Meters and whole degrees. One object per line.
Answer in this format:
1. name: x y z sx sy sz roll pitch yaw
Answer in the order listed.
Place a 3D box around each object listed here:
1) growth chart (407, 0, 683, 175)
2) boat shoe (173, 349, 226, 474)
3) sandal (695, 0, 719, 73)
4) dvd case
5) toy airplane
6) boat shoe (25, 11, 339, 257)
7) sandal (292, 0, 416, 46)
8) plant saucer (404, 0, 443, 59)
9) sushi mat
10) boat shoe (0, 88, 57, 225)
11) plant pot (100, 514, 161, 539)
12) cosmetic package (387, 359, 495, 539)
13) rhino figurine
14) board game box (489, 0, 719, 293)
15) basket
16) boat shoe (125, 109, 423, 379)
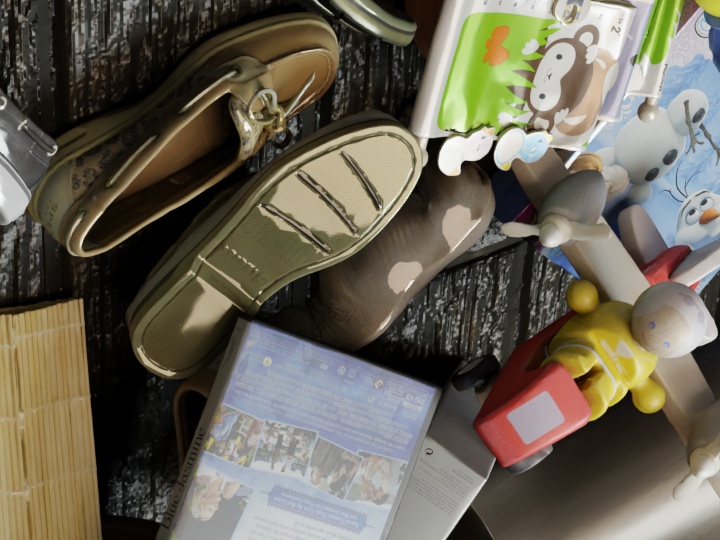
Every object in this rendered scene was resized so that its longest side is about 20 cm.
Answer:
1. growth chart: 0.111 -0.126 1.729 0.200 0.018 0.145 -10 119 -36
2. boat shoe: -0.073 0.146 1.745 0.069 0.074 0.200 -25 107 -53
3. sandal: 0.251 -0.165 1.793 0.200 0.079 0.087 -38 122 -51
4. dvd case: -0.044 0.138 1.708 0.143 0.018 0.200 21 89 -34
5. toy airplane: 0.165 0.033 1.791 0.200 0.141 0.200 15 71 -27
6. boat shoe: -0.088 -0.071 1.648 0.200 0.063 0.073 -33 139 -13
7. sandal: -0.025 -0.178 1.603 0.057 0.080 0.201 -57 140 -6
8. plant saucer: 0.117 -0.185 1.743 0.200 0.037 0.200 -23 136 -23
9. sushi mat: -0.190 0.119 1.683 0.096 0.012 0.200 -6 94 -35
10. boat shoe: -0.209 -0.102 1.523 0.066 0.070 0.200 -53 140 -17
11. plant pot: -0.151 0.246 1.794 0.200 0.200 0.175 -7 112 -36
12. cosmetic package: 0.029 0.149 1.861 0.151 0.052 0.200 -54 180 15
13. rhino figurine: 0.000 0.000 1.765 0.200 0.087 0.060 -47 139 5
14. board game box: 0.196 -0.075 1.900 0.199 0.043 0.200 -50 140 6
15. basket: 0.164 0.153 2.008 0.200 0.136 0.181 -25 137 -16
16. boat shoe: -0.055 -0.026 1.696 0.200 0.068 0.075 -38 118 8
